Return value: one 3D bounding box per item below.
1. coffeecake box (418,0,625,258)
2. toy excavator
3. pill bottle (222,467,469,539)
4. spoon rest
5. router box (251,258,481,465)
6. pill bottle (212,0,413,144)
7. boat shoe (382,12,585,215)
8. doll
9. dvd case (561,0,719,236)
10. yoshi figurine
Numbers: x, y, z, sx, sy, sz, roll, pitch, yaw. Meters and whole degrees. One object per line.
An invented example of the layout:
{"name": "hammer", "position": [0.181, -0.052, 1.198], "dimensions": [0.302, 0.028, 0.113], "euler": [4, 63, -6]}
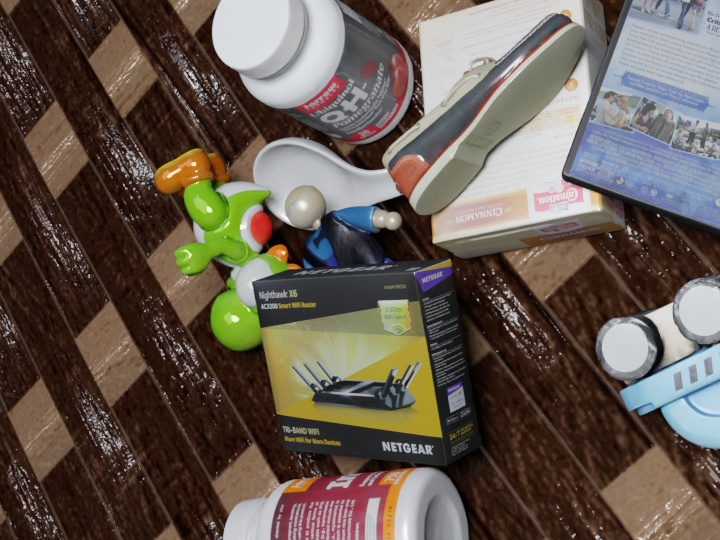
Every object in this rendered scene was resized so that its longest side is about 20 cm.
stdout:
{"name": "coffeecake box", "position": [0.136, -0.126, 1.014], "dimensions": [0.151, 0.073, 0.204], "euler": [-10, 75, 28]}
{"name": "toy excavator", "position": [0.298, 0.095, 0.868], "dimensions": [0.193, 0.099, 0.203], "euler": [-29, 79, 26]}
{"name": "pill bottle", "position": [-0.016, 0.232, 1.012], "dimensions": [0.197, 0.112, 0.115], "euler": [-11, 74, 29]}
{"name": "spoon rest", "position": [-0.013, -0.087, 1.097], "dimensions": [0.197, 0.100, 0.061], "euler": [-10, 31, 27]}
{"name": "router box", "position": [0.002, 0.077, 1.014], "dimensions": [0.198, 0.052, 0.160], "euler": [-4, 99, 44]}
{"name": "pill bottle", "position": [-0.042, -0.190, 1.064], "dimensions": [0.109, 0.199, 0.113], "euler": [-6, 78, 30]}
{"name": "boat shoe", "position": [0.097, -0.135, 0.959], "dimensions": [0.200, 0.071, 0.063], "euler": [-47, 58, 20]}
{"name": "doll", "position": [0.000, 0.000, 1.064], "dimensions": [0.201, 0.048, 0.137], "euler": [51, 130, 20]}
{"name": "dvd case", "position": [0.256, -0.141, 0.929], "dimensions": [0.141, 0.018, 0.203], "euler": [20, 81, 13]}
{"name": "yoshi figurine", "position": [-0.130, -0.006, 1.131], "dimensions": [0.202, 0.111, 0.112], "euler": [59, 149, 8]}
